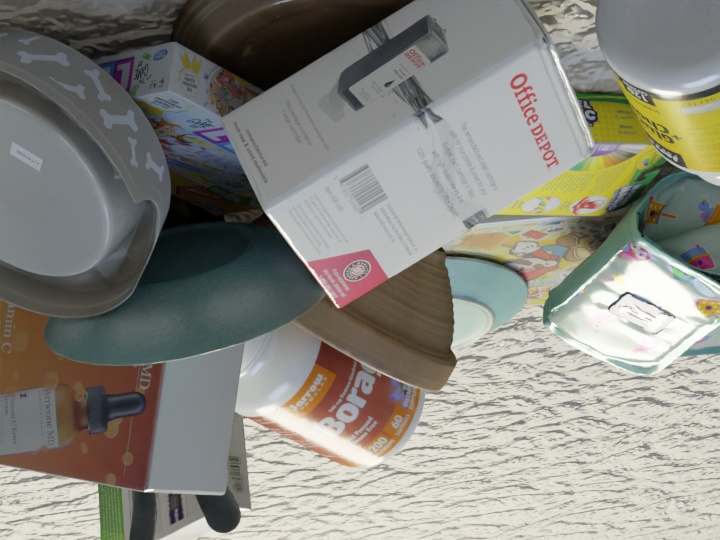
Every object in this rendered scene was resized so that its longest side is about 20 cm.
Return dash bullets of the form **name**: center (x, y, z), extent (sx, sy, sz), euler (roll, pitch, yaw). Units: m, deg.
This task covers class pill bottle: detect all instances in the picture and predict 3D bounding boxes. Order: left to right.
- **pill bottle**: center (-0.049, 0.078, 1.534), extent (0.112, 0.112, 0.200), euler (-25, 141, 34)
- **pill bottle**: center (0.229, -0.128, 1.245), extent (0.112, 0.112, 0.200), euler (-15, 155, 16)

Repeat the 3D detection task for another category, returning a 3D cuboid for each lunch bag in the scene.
- **lunch bag**: center (0.260, 0.000, 1.515), extent (0.200, 0.122, 0.170), euler (-6, 158, -26)

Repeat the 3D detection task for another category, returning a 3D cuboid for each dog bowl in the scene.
- **dog bowl**: center (-0.208, -0.065, 1.203), extent (0.200, 0.059, 0.200), euler (17, 136, 17)

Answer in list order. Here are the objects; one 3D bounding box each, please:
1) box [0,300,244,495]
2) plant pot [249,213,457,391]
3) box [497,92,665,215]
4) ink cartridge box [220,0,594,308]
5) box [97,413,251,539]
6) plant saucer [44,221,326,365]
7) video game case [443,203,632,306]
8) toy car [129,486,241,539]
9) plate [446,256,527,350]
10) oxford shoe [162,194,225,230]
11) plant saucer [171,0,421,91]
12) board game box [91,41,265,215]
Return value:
- **box**: center (-0.200, 0.079, 1.433), extent (0.200, 0.153, 0.106), euler (6, 176, 30)
- **plant pot**: center (0.000, 0.000, 1.432), extent (0.201, 0.201, 0.093), euler (23, 102, -49)
- **box**: center (0.127, -0.085, 1.394), extent (0.200, 0.048, 0.117), euler (3, 154, -17)
- **ink cartridge box**: center (0.033, -0.085, 1.204), extent (0.200, 0.085, 0.146), euler (-30, 148, 3)
- **box**: center (-0.179, 0.184, 1.779), extent (0.036, 0.145, 0.200), euler (15, 148, -39)
- **plant saucer**: center (-0.119, 0.005, 1.283), extent (0.201, 0.039, 0.201), euler (-10, -160, 4)
- **video game case**: center (0.113, -0.010, 1.586), extent (0.200, 0.023, 0.182), euler (-6, 156, -5)
- **toy car**: center (-0.150, 0.135, 1.607), extent (0.164, 0.200, 0.158), euler (-20, 153, 25)
- **plate**: center (0.045, 0.040, 1.622), extent (0.200, 0.026, 0.200), euler (-6, 156, -3)
- **oxford shoe**: center (-0.172, -0.045, 1.368), extent (0.084, 0.073, 0.200), euler (-26, 163, 30)
- **plant saucer**: center (-0.022, -0.146, 1.234), extent (0.200, 0.030, 0.200), euler (-7, 155, -3)
- **board game box**: center (-0.108, -0.090, 1.266), extent (0.134, 0.034, 0.200), euler (-7, 159, 37)
